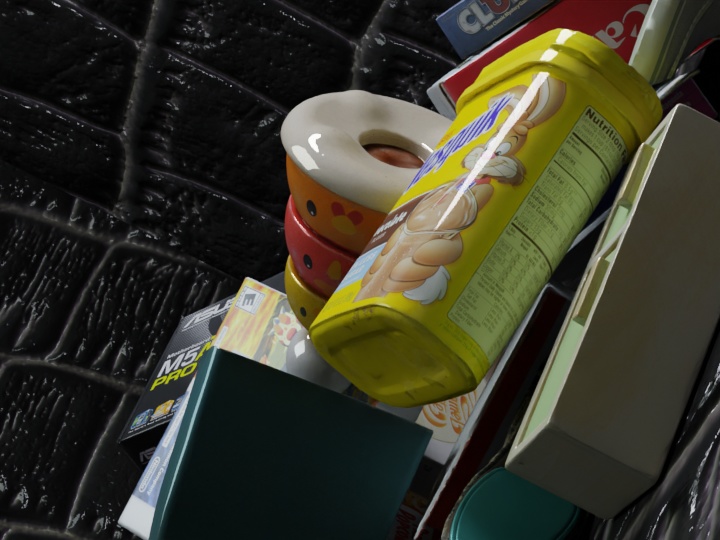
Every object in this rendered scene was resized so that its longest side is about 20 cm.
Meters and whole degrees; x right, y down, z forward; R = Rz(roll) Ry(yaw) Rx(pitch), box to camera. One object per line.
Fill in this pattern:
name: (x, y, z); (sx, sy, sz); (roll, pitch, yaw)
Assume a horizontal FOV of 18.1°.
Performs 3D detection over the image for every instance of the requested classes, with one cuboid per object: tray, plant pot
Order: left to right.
plant pot: (-0.063, 0.166, 1.384); (0.141, 0.141, 0.201); (146, 144, -82)
tray: (0.161, -0.038, 1.590); (0.107, 0.022, 0.200); (-41, 8, 12)

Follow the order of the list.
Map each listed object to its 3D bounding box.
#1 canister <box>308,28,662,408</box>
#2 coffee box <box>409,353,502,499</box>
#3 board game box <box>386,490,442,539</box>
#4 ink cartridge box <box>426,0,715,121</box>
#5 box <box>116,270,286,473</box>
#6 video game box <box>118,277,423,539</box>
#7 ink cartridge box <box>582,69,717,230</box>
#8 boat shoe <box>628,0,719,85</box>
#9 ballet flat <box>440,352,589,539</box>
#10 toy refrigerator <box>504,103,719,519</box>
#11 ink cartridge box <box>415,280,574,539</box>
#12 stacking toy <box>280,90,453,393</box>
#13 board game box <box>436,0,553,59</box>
canister: (0.068, -0.026, 1.276); (0.200, 0.086, 0.148); (-55, 13, -21)
coffee box: (0.060, 0.084, 1.635); (0.080, 0.114, 0.200); (-60, 3, 46)
board game box: (-0.008, 0.246, 1.425); (0.152, 0.046, 0.200); (-62, 4, 26)
ink cartridge box: (0.152, -0.146, 1.516); (0.200, 0.084, 0.176); (-35, 3, 0)
box: (-0.075, 0.065, 1.702); (0.199, 0.044, 0.161); (-23, 26, 31)
video game box: (-0.058, 0.122, 1.543); (0.182, 0.047, 0.201); (22, 82, 45)
ink cartridge box: (0.139, -0.049, 1.465); (0.196, 0.043, 0.200); (-40, 4, 0)
boat shoe: (0.229, -0.183, 1.388); (0.201, 0.071, 0.070); (-57, -9, -29)
ballet flat: (0.097, 0.123, 1.246); (0.076, 0.068, 0.200); (100, -163, -44)
toy refrigerator: (0.144, 0.019, 1.174); (0.201, 0.070, 0.076); (-64, 3, -25)
ink cartridge box: (0.093, 0.089, 1.372); (0.163, 0.057, 0.200); (-63, 1, 5)
stacking toy: (0.000, 0.000, 1.445); (0.146, 0.145, 0.201); (-70, -3, -63)
board game box: (0.156, -0.221, 1.501); (0.200, 0.035, 0.135); (-31, 6, 32)
